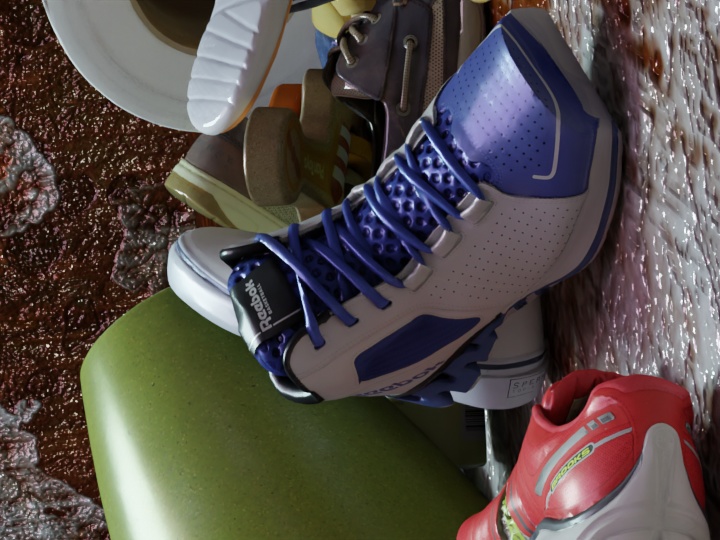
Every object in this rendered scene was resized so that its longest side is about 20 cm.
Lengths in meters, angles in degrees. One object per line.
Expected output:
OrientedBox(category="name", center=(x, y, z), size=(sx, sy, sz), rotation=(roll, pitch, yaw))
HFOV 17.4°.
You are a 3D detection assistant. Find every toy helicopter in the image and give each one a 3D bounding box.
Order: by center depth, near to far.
OrientedBox(category="toy helicopter", center=(-0.025, -0.037, 1.170), size=(0.200, 0.078, 0.134), rotation=(19, -106, -76))

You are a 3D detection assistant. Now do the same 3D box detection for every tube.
OrientedBox(category="tube", center=(0.035, -0.001, 1.178), size=(0.058, 0.052, 0.202), rotation=(-4, 86, 52))

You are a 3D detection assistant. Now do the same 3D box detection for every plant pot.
OrientedBox(category="plant pot", center=(-0.045, 0.108, 1.111), size=(0.201, 0.186, 0.188), rotation=(57, 161, 22))

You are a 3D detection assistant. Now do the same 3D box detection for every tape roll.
OrientedBox(category="tape roll", center=(-0.094, -0.199, 1.397), size=(0.139, 0.201, 0.204), rotation=(-115, 20, -64))

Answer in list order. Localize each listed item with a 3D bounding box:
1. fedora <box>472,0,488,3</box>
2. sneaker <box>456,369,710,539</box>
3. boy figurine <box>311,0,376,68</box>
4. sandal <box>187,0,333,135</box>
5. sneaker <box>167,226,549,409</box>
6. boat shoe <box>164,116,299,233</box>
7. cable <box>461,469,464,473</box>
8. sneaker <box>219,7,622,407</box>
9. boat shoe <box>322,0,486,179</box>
OrientedBox(category="fedora", center=(0.020, -0.208, 0.987), size=(0.201, 0.081, 0.203), rotation=(174, 90, -83))
OrientedBox(category="sneaker", center=(0.084, 0.080, 0.856), size=(0.200, 0.076, 0.086), rotation=(137, 138, -72))
OrientedBox(category="boy figurine", center=(-0.005, -0.168, 1.279), size=(0.124, 0.064, 0.202), rotation=(-114, 20, -67))
OrientedBox(category="sandal", center=(-0.034, -0.144, 1.175), size=(0.079, 0.059, 0.208), rotation=(-22, 44, 48))
OrientedBox(category="sneaker", center=(0.000, 0.000, 1.060), size=(0.073, 0.199, 0.071), rotation=(-25, -55, -55))
OrientedBox(category="boat shoe", center=(-0.028, -0.038, 1.323), size=(0.072, 0.200, 0.066), rotation=(36, 98, 37))
OrientedBox(category="cable", center=(0.032, 0.189, 1.268), size=(0.200, 0.069, 0.202), rotation=(117, 147, -77))
OrientedBox(category="sneaker", center=(0.013, -0.004, 0.906), size=(0.081, 0.114, 0.200), rotation=(59, 141, 26))
OrientedBox(category="boat shoe", center=(0.021, -0.096, 1.104), size=(0.075, 0.073, 0.202), rotation=(122, 141, -77))
